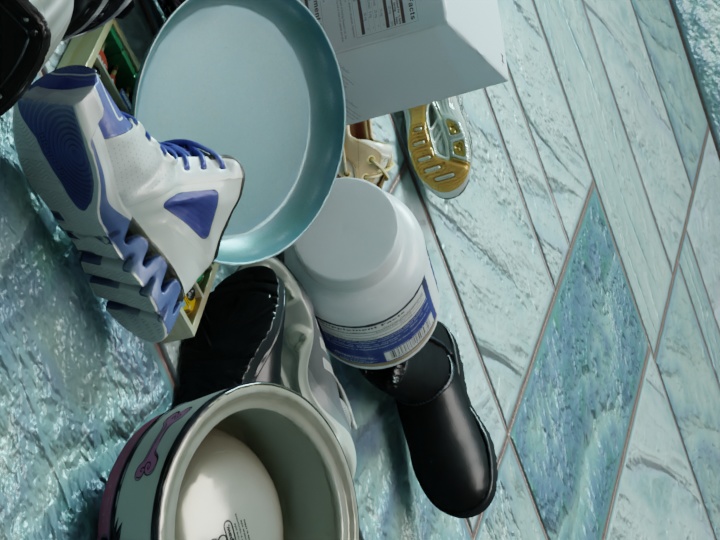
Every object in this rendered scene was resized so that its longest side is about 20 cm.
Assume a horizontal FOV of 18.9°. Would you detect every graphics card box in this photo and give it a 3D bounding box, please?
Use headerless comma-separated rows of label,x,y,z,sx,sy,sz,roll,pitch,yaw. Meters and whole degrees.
graphics card box,-0.115,-0.214,1.589,0.125,0.051,0.201,32,-29,55

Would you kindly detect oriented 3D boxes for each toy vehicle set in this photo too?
toy vehicle set,-0.156,-0.064,1.507,0.125,0.026,0.201,-77,147,-51

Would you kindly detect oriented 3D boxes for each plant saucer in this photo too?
plant saucer,-0.089,-0.105,1.522,0.199,0.027,0.201,-6,99,-44

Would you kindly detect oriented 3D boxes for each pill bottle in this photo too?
pill bottle,0.000,0.000,1.693,0.200,0.110,0.112,69,14,-70

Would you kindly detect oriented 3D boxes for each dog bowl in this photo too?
dog bowl,-0.088,0.173,1.396,0.200,0.073,0.201,6,82,-52

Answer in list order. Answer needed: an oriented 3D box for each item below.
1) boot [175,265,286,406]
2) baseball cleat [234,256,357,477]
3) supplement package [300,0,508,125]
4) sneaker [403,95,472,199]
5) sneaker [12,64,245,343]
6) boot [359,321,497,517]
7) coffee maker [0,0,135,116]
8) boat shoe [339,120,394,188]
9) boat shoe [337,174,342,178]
boot,-0.066,0.119,1.561,0.163,0.073,0.199,54,37,-42
baseball cleat,-0.054,0.074,1.659,0.107,0.069,0.201,-85,161,-73
supplement package,-0.004,-0.220,1.763,0.152,0.199,0.152,31,49,-64
sneaker,0.069,-0.165,2.137,0.088,0.075,0.201,62,22,-74
sneaker,-0.143,-0.063,1.409,0.115,0.080,0.200,-47,134,-31
boot,0.049,0.103,1.857,0.162,0.073,0.199,42,32,-62
coffee maker,-0.226,-0.200,1.254,0.200,0.134,0.193,-61,133,-62
boat shoe,-0.006,-0.100,1.868,0.074,0.069,0.201,-12,88,-70
boat shoe,-0.051,-0.074,1.730,0.200,0.072,0.068,27,51,-65
